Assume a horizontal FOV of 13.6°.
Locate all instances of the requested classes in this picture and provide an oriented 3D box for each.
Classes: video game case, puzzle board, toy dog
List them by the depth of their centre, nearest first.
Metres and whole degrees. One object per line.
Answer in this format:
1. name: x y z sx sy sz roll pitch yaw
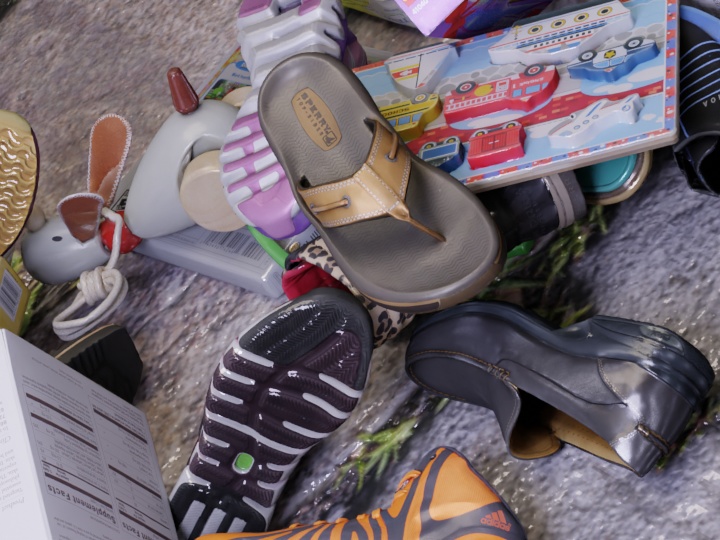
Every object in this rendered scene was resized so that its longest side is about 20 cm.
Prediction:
1. puzzle board: 0.078 -0.095 1.660 0.199 0.017 0.151 -13 35 15
2. toy dog: -0.139 -0.060 1.854 0.199 0.097 0.132 -33 23 8
3. video game case: -0.060 -0.074 1.911 0.199 0.024 0.182 17 62 51

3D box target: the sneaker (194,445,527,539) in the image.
1. sneaker: 0.004 0.148 1.578 0.199 0.078 0.112 9 52 33

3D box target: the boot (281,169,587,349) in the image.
1. boot: 0.019 -0.028 1.691 0.150 0.073 0.200 -35 29 -20

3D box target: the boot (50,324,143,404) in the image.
1. boot: -0.238 0.095 1.810 0.138 0.078 0.200 17 52 40

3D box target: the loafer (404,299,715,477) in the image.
1. loafer: 0.091 0.063 1.585 0.199 0.073 0.073 2 58 49

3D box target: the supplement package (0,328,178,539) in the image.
1. supplement package: -0.189 0.170 1.593 0.151 0.151 0.201 -27 59 17

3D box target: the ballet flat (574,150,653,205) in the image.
1. ballet flat: 0.113 -0.082 1.730 0.200 0.063 0.069 31 96 48

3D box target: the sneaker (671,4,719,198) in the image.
1. sneaker: 0.191 -0.087 1.661 0.078 0.070 0.200 -40 36 -14

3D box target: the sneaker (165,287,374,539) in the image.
1. sneaker: -0.049 0.058 1.660 0.200 0.075 0.116 -56 12 35

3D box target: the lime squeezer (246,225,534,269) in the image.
1. lime squeezer: 0.000 0.000 1.750 0.199 0.038 0.071 4 67 35

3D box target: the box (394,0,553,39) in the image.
1. box: 0.100 -0.193 1.761 0.137 0.039 0.200 -43 -9 14

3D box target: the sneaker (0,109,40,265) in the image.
1. sneaker: -0.249 -0.019 1.884 0.090 0.075 0.201 -84 17 -68

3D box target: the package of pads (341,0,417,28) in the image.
1. package of pads: 0.017 -0.245 1.992 0.155 0.068 0.200 -49 36 -14

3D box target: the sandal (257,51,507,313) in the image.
1. sandal: 0.002 -0.053 1.594 0.082 0.055 0.200 -36 55 3

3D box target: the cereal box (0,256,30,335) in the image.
1. cereal box: -0.300 0.077 1.799 0.199 0.040 0.144 -17 39 25

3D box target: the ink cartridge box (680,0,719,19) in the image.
1. ink cartridge box: 0.257 -0.188 1.647 0.199 0.146 0.085 9 57 47

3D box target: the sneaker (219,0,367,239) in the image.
1. sneaker: -0.029 -0.089 1.803 0.080 0.089 0.201 -18 42 22
